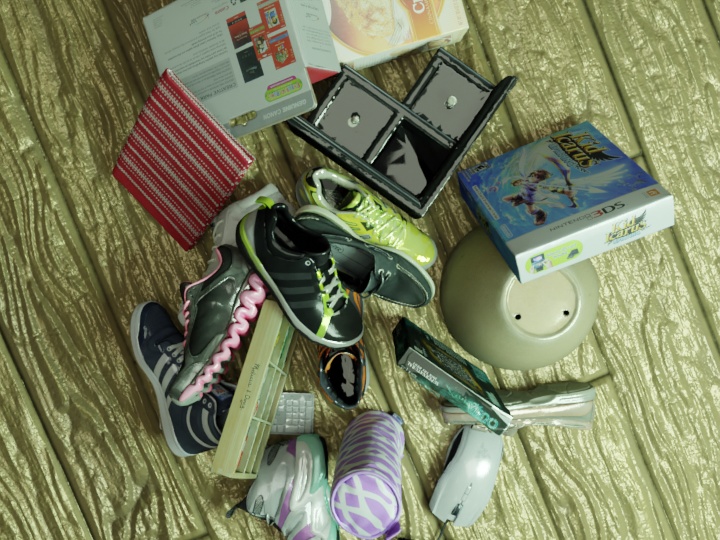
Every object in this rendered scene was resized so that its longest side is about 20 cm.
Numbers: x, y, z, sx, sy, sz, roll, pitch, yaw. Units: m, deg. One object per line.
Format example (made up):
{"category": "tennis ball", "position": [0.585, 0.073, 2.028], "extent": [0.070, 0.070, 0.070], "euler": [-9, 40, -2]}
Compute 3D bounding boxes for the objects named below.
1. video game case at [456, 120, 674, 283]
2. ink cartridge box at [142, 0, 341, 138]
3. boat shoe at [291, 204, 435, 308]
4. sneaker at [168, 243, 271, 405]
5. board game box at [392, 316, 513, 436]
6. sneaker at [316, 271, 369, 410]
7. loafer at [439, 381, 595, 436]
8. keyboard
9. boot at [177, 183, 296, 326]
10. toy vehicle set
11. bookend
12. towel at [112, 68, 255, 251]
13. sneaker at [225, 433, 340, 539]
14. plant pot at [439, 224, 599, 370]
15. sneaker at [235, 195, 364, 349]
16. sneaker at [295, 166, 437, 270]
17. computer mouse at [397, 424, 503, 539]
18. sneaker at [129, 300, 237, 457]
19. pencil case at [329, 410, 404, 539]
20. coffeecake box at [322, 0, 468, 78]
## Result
{"category": "video game case", "position": [0.230, -0.088, 0.866], "extent": [0.181, 0.200, 0.045], "euler": [-21, 127, -1]}
{"category": "ink cartridge box", "position": [-0.135, -0.243, 0.867], "extent": [0.200, 0.084, 0.176], "euler": [-13, 93, 28]}
{"category": "boat shoe", "position": [0.001, -0.002, 0.885], "extent": [0.199, 0.066, 0.075], "euler": [36, 124, -15]}
{"category": "sneaker", "position": [-0.174, 0.056, 0.848], "extent": [0.095, 0.079, 0.200], "euler": [28, 70, 0]}
{"category": "board game box", "position": [0.101, 0.117, 0.866], "extent": [0.135, 0.200, 0.028], "euler": [35, 95, -2]}
{"category": "sneaker", "position": [-0.025, 0.074, 0.907], "extent": [0.077, 0.112, 0.200], "euler": [-15, 92, -1]}
{"category": "loafer", "position": [0.202, 0.185, 0.938], "extent": [0.200, 0.072, 0.063], "euler": [-7, 96, -3]}
{"category": "keyboard", "position": [-0.160, 0.183, 0.961], "extent": [0.200, 0.011, 0.056], "euler": [2, 92, -1]}
{"category": "boot", "position": [-0.164, -0.022, 0.929], "extent": [0.200, 0.074, 0.096], "euler": [-37, 86, -7]}
{"category": "toy vehicle set", "position": [-0.119, 0.144, 0.878], "extent": [0.026, 0.124, 0.200], "euler": [14, 77, 8]}
{"category": "bookend", "position": [0.049, -0.200, 0.906], "extent": [0.199, 0.092, 0.200], "euler": [36, 91, -2]}
{"category": "towel", "position": [-0.215, -0.123, 0.879], "extent": [0.145, 0.022, 0.200], "euler": [46, 134, -2]}
{"category": "sneaker", "position": [-0.101, 0.315, 0.940], "extent": [0.140, 0.078, 0.200], "euler": [-9, 83, 1]}
{"category": "plant pot", "position": [0.204, 0.031, 0.898], "extent": [0.200, 0.134, 0.201], "euler": [0, 92, -1]}
{"category": "sneaker", "position": [-0.057, 0.006, 0.815], "extent": [0.200, 0.072, 0.083], "euler": [48, 135, -15]}
{"category": "sneaker", "position": [0.006, -0.059, 0.916], "extent": [0.200, 0.076, 0.075], "euler": [29, 81, -4]}
{"category": "computer mouse", "position": [0.126, 0.292, 0.953], "extent": [0.110, 0.044, 0.200], "euler": [20, 92, -1]}
{"category": "sneaker", "position": [-0.205, 0.124, 0.900], "extent": [0.108, 0.070, 0.200], "euler": [-16, 92, 34]}
{"category": "pencil case", "position": [0.013, 0.237, 0.877], "extent": [0.084, 0.200, 0.086], "euler": [-37, 94, 11]}
{"category": "coffeecake box", "position": [0.013, -0.337, 0.909], "extent": [0.200, 0.073, 0.154], "euler": [-16, 94, 1]}
